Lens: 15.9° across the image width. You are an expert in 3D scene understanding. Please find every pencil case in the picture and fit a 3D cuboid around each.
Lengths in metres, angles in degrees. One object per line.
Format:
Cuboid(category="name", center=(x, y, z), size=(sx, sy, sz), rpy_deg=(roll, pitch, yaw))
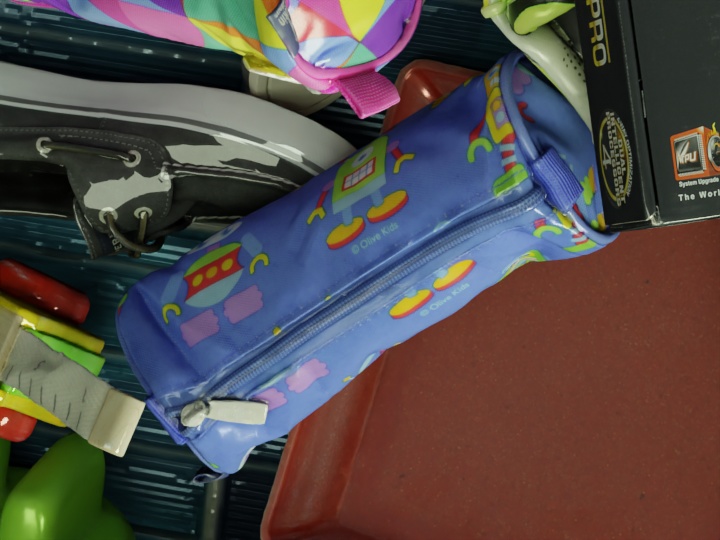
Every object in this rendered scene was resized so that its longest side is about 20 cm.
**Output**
Cuboid(category="pencil case", center=(0.000, 0.000, 0.939), size=(0.199, 0.087, 0.078), rpy_deg=(-32, 112, 20))
Cuboid(category="pencil case", center=(-0.069, -0.119, 0.919), size=(0.199, 0.088, 0.089), rpy_deg=(21, 119, 36))

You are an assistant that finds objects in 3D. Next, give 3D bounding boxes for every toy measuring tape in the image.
Cuboid(category="toy measuring tape", center=(-0.117, 0.041, 1.000), size=(0.073, 0.200, 0.074), rpy_deg=(-10, 108, -31))

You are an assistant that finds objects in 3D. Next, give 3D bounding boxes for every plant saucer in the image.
Cuboid(category="plant saucer", center=(0.078, 0.038, 0.960), size=(0.199, 0.037, 0.201), rpy_deg=(15, 87, 30))

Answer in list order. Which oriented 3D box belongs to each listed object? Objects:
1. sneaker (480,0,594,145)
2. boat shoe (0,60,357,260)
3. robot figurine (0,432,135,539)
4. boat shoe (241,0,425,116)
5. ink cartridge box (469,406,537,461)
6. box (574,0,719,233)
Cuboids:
Cuboid(category="sneaker", center=(0.061, -0.127, 0.875), size=(0.075, 0.077, 0.200), rpy_deg=(-28, 111, 38))
Cuboid(category="boat shoe", center=(-0.100, -0.036, 0.996), size=(0.199, 0.067, 0.070), rpy_deg=(12, 158, 7))
Cuboid(category="robot figurine", center=(-0.154, 0.163, 1.073), size=(0.174, 0.116, 0.201), rpy_deg=(11, 114, 11))
Cuboid(category="boat shoe", center=(-0.004, -0.152, 0.963), size=(0.063, 0.072, 0.201), rpy_deg=(47, 127, 36))
Cuboid(category="ink cartridge box", center=(0.040, 0.143, 1.059), size=(0.116, 0.067, 0.200), rpy_deg=(44, 112, -9))
Cuboid(category="box", center=(0.168, -0.105, 0.854), size=(0.199, 0.049, 0.162), rpy_deg=(-7, 89, -14))
